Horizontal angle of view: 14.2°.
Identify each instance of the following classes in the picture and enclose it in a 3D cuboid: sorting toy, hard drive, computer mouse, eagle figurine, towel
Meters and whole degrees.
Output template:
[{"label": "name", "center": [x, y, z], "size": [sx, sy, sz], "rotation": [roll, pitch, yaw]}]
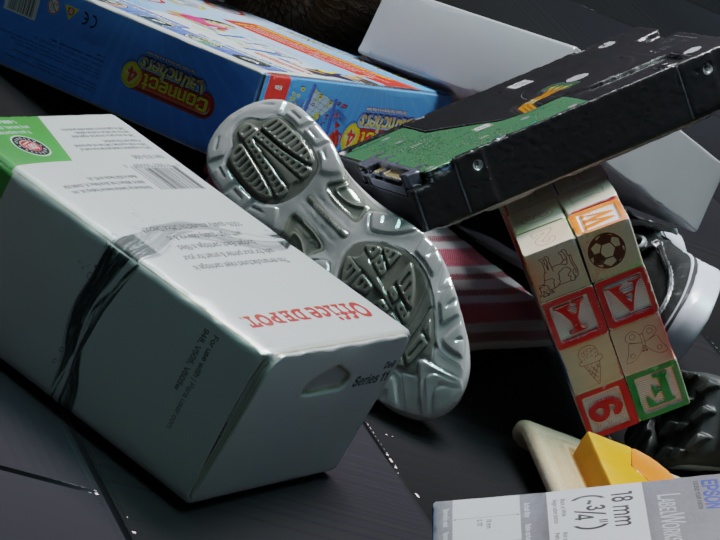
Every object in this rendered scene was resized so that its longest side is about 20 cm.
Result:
[{"label": "sorting toy", "center": [0.182, 0.147, 1.474], "size": [0.184, 0.037, 0.200], "rotation": [21, 19, -23]}, {"label": "hard drive", "center": [0.096, -0.078, 1.568], "size": [0.199, 0.038, 0.140], "rotation": [-23, 13, -15]}, {"label": "computer mouse", "center": [0.059, -0.063, 1.857], "size": [0.200, 0.044, 0.110], "rotation": [32, 17, 9]}, {"label": "eagle figurine", "center": [-0.039, -0.202, 1.832], "size": [0.152, 0.200, 0.151], "rotation": [58, 16, 1]}, {"label": "towel", "center": [0.016, -0.011, 1.680], "size": [0.200, 0.030, 0.146], "rotation": [39, 20, 24]}]

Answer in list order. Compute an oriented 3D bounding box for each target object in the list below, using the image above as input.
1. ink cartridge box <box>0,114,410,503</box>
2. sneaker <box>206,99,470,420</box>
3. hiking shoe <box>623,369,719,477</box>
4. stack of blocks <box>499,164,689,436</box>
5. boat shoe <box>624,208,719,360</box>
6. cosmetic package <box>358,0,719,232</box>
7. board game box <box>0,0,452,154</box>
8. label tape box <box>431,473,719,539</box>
[{"label": "ink cartridge box", "center": [-0.097, 0.013, 1.337], "size": [0.200, 0.083, 0.146], "rotation": [35, 18, 23]}, {"label": "sneaker", "center": [0.000, 0.000, 1.532], "size": [0.200, 0.078, 0.099], "rotation": [56, 0, 23]}, {"label": "hiking shoe", "center": [0.238, 0.090, 1.553], "size": [0.087, 0.075, 0.200], "rotation": [24, -11, -39]}, {"label": "stack of blocks", "center": [0.119, -0.007, 1.595], "size": [0.200, 0.058, 0.116], "rotation": [-105, 174, -67]}, {"label": "boat shoe", "center": [0.173, 0.000, 1.803], "size": [0.068, 0.074, 0.199], "rotation": [30, 17, -11]}, {"label": "cosmetic package", "center": [0.113, -0.098, 1.776], "size": [0.150, 0.052, 0.200], "rotation": [20, -7, 38]}, {"label": "board game box", "center": [-0.082, -0.114, 1.693], "size": [0.199, 0.056, 0.195], "rotation": [24, 12, 32]}, {"label": "label tape box", "center": [0.130, 0.142, 1.207], "size": [0.199, 0.064, 0.144], "rotation": [-6, 19, 3]}]
